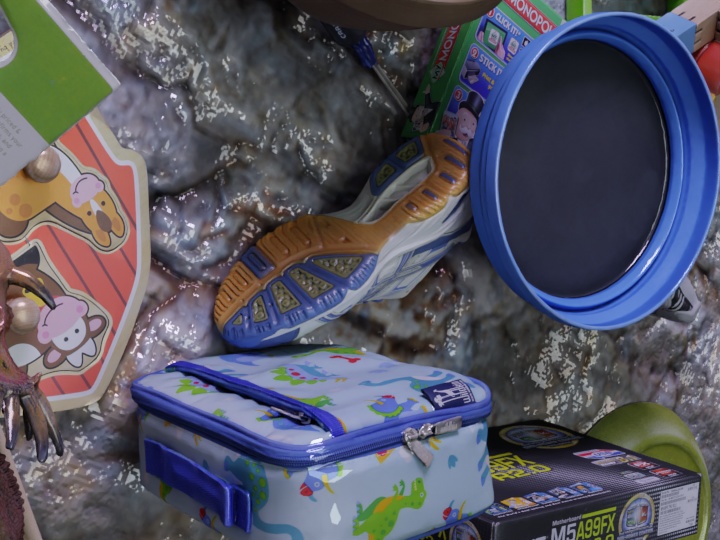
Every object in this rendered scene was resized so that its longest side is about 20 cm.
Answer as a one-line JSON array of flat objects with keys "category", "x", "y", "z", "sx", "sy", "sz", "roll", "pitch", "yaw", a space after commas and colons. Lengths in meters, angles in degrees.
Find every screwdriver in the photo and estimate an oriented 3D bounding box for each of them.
[{"category": "screwdriver", "x": 0.014, "y": -0.125, "z": 0.797, "sx": 0.029, "sy": 0.028, "sz": 0.201, "roll": -32, "pitch": 126, "yaw": 4}]

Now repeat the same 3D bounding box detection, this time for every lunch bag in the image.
[{"category": "lunch bag", "x": -0.032, "y": 0.097, "z": 0.678, "sx": 0.159, "sy": 0.199, "sz": 0.084, "roll": -9, "pitch": 102, "yaw": -35}]

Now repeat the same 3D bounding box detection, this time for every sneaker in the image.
[{"category": "sneaker", "x": 0.207, "y": -0.044, "z": 0.879, "sx": 0.199, "sy": 0.075, "sz": 0.116, "roll": 34, "pitch": 79, "yaw": -37}, {"category": "sneaker", "x": 0.000, "y": 0.000, "z": 0.768, "sx": 0.199, "sy": 0.075, "sz": 0.089, "roll": -33, "pitch": 145, "yaw": -13}]

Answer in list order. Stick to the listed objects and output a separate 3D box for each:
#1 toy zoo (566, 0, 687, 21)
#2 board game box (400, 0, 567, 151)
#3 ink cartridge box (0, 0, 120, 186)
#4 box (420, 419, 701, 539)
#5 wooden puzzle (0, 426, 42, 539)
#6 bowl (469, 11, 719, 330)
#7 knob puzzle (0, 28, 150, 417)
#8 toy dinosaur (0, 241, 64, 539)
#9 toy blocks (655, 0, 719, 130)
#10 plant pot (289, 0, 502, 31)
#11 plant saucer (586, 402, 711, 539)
[{"category": "toy zoo", "x": 0.208, "y": -0.279, "z": 0.915, "sx": 0.130, "sy": 0.020, "sz": 0.203, "roll": -10, "pitch": 103, "yaw": -36}, {"category": "board game box", "x": 0.124, "y": -0.114, "z": 0.863, "sx": 0.199, "sy": 0.029, "sz": 0.136, "roll": 29, "pitch": 79, "yaw": -41}, {"category": "ink cartridge box", "x": -0.223, "y": -0.081, "z": 0.521, "sx": 0.199, "sy": 0.076, "sz": 0.148, "roll": -37, "pitch": 114, "yaw": 9}, {"category": "box", "x": 0.110, "y": 0.153, "z": 0.820, "sx": 0.198, "sy": 0.159, "sz": 0.045, "roll": -3, "pitch": 100, "yaw": -36}, {"category": "wooden puzzle", "x": -0.273, "y": 0.136, "z": 0.604, "sx": 0.198, "sy": 0.037, "sz": 0.187, "roll": -25, "pitch": 117, "yaw": -27}, {"category": "bowl", "x": 0.154, "y": -0.065, "z": 0.777, "sx": 0.198, "sy": 0.039, "sz": 0.204, "roll": -6, "pitch": 100, "yaw": -32}, {"category": "knob puzzle", "x": -0.191, "y": -0.006, "z": 0.651, "sx": 0.217, "sy": 0.030, "sz": 0.223, "roll": -6, "pitch": 101, "yaw": -36}, {"category": "toy dinosaur", "x": -0.188, "y": 0.094, "z": 0.542, "sx": 0.134, "sy": 0.086, "sz": 0.202, "roll": -15, "pitch": 131, "yaw": -12}, {"category": "toy blocks", "x": 0.273, "y": -0.140, "z": 0.931, "sx": 0.136, "sy": 0.100, "sz": 0.202, "roll": -34, "pitch": 140, "yaw": -26}, {"category": "plant pot", "x": -0.002, "y": -0.211, "z": 0.700, "sx": 0.198, "sy": 0.093, "sz": 0.203, "roll": 15, "pitch": 56, "yaw": -23}, {"category": "plant saucer", "x": 0.236, "y": 0.214, "z": 1.004, "sx": 0.198, "sy": 0.031, "sz": 0.203, "roll": -6, "pitch": 100, "yaw": -35}]
